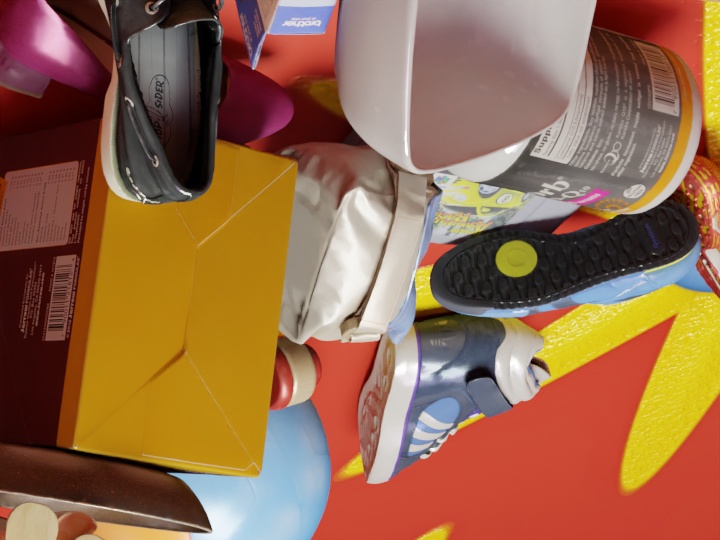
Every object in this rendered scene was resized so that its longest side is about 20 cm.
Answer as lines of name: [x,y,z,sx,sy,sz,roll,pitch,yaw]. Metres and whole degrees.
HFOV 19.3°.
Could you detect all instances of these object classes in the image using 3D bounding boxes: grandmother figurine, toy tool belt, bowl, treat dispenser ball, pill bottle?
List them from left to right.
grandmother figurine: [-0.213,0.168,1.283,0.121,0.061,0.200,43,159,-21]
treat dispenser ball: [-0.123,0.150,1.600,0.201,0.201,0.201,-10,150,-6]
toy tool belt: [0.000,0.000,1.406,0.123,0.125,0.200,-13,132,-36]
bowl: [0.056,-0.166,1.166,0.200,0.075,0.200,-23,128,-52]
pill bottle: [0.111,-0.107,1.348,0.200,0.117,0.116,10,142,-34]

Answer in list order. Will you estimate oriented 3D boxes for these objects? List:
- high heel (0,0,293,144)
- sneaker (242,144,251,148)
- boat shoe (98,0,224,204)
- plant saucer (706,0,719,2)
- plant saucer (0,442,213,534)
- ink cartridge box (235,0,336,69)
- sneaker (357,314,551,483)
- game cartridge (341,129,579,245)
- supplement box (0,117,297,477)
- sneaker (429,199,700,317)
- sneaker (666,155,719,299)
high heel: [-0.121,-0.125,1.270,0.200,0.068,0.096,6,155,-24]
sneaker: [-0.107,-0.028,1.453,0.085,0.077,0.200,-10,154,-35]
boat shoe: [-0.105,-0.131,1.167,0.074,0.200,0.066,-3,-166,-39]
plant saucer: [0.261,-0.228,1.290,0.200,0.032,0.200,-10,150,-6]
plant saucer: [-0.184,0.128,1.263,0.200,0.032,0.200,9,169,2]
ink cartridge box: [-0.031,-0.212,1.114,0.042,0.119,0.200,-2,147,-22]
sneaker: [0.081,0.108,1.728,0.146,0.081,0.200,-1,142,-12]
game cartridge: [0.077,-0.068,1.482,0.200,0.041,0.133,8,148,-31]
supplement box: [-0.160,0.022,1.312,0.133,0.198,0.200,13,170,-37]
sneaker: [0.150,0.005,1.535,0.200,0.066,0.078,-12,154,-3]
sneaker: [0.275,-0.042,1.587,0.077,0.073,0.200,-39,151,1]
